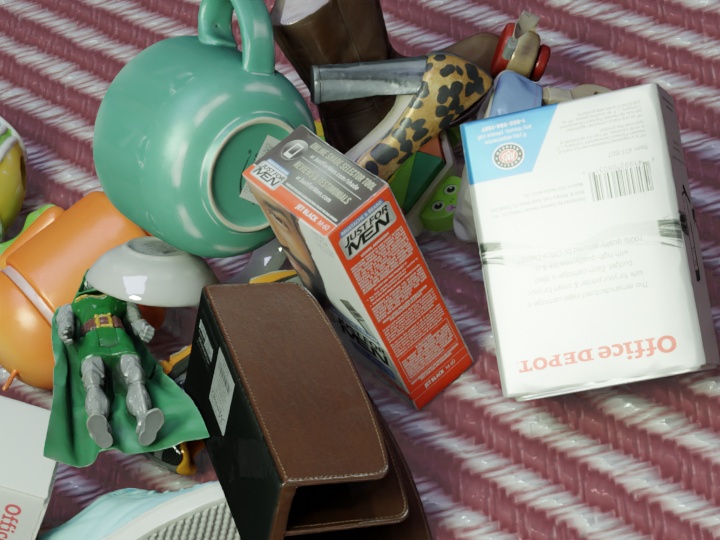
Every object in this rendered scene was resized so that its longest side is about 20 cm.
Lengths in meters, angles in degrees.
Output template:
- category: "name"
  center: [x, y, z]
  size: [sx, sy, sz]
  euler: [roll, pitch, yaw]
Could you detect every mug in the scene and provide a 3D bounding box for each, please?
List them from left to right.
- category: "mug"
  center: [-0.110, -0.100, 1.463]
  size: [0.152, 0.186, 0.114]
  euler: [-31, 35, -24]

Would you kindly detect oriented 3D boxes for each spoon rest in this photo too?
- category: "spoon rest"
  center: [-0.127, 0.001, 1.542]
  size: [0.099, 0.061, 0.199]
  euler: [19, 23, 35]

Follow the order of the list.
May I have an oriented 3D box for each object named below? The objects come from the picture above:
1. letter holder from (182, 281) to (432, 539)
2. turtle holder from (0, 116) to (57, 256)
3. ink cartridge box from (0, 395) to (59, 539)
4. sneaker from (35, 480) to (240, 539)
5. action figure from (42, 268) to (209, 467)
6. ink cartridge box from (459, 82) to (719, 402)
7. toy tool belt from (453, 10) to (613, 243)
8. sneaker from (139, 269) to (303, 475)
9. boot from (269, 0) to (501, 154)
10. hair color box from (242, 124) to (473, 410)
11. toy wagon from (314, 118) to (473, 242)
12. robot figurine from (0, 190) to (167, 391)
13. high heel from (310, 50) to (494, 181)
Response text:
- category: "letter holder"
  center: [-0.026, 0.108, 1.392]
  size: [0.141, 0.101, 0.200]
  euler: [-3, 41, -21]
- category: "turtle holder"
  center: [-0.351, -0.076, 1.731]
  size: [0.185, 0.141, 0.132]
  euler: [21, 59, 39]
- category: "ink cartridge box"
  center: [-0.328, 0.147, 1.442]
  size: [0.199, 0.148, 0.086]
  euler: [17, 47, -10]
- category: "sneaker"
  center: [-0.156, 0.182, 1.441]
  size: [0.199, 0.074, 0.082]
  euler: [-22, 46, 3]
- category: "action figure"
  center: [-0.187, 0.061, 1.463]
  size: [0.117, 0.055, 0.200]
  euler: [-2, 33, -16]
- category: "ink cartridge box"
  center: [0.163, -0.017, 1.397]
  size: [0.145, 0.084, 0.201]
  euler: [-10, 84, 17]
- category: "toy tool belt"
  center: [0.150, -0.097, 1.548]
  size: [0.122, 0.125, 0.201]
  euler: [18, 55, -4]
- category: "sneaker"
  center: [-0.096, 0.080, 1.518]
  size: [0.200, 0.078, 0.077]
  euler: [-43, 60, -13]
- category: "boot"
  center: [0.025, -0.189, 1.556]
  size: [0.186, 0.200, 0.064]
  euler: [-41, 46, -15]
- category: "hair color box"
  center: [0.000, 0.000, 1.446]
  size: [0.064, 0.200, 0.111]
  euler: [-39, 44, -14]
- category: "toy wagon"
  center: [0.022, -0.072, 1.621]
  size: [0.199, 0.040, 0.155]
  euler: [18, 59, 37]
- category: "robot figurine"
  center: [-0.229, 0.015, 1.604]
  size: [0.200, 0.117, 0.144]
  euler: [-40, 88, -14]
- category: "high heel"
  center: [0.036, -0.068, 1.531]
  size: [0.142, 0.201, 0.071]
  euler: [-5, 21, -8]
